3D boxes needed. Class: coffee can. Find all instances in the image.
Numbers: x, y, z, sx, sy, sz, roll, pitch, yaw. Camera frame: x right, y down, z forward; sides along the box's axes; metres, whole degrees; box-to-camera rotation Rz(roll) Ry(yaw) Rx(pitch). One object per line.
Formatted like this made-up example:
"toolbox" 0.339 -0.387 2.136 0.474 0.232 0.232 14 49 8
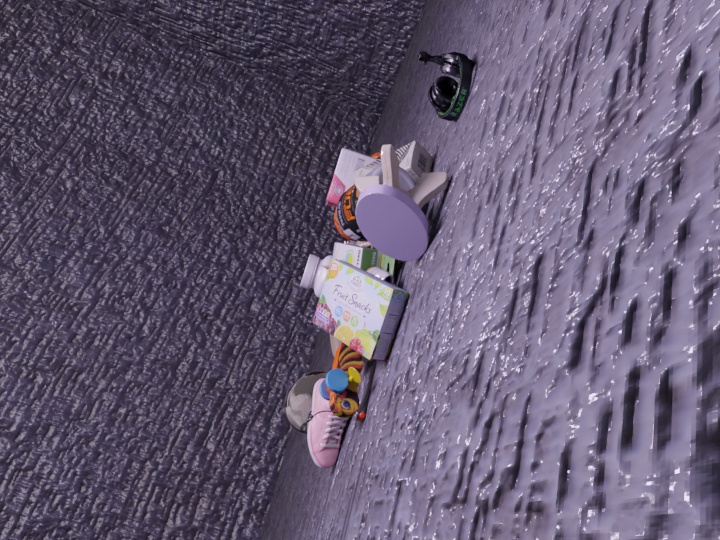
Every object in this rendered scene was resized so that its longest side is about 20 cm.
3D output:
"coffee can" -0.113 0.334 1.614 0.200 0.144 0.149 128 159 -73

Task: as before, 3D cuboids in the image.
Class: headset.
"headset" 0.172 -0.396 1.327 0.202 0.092 0.125 -95 22 -48

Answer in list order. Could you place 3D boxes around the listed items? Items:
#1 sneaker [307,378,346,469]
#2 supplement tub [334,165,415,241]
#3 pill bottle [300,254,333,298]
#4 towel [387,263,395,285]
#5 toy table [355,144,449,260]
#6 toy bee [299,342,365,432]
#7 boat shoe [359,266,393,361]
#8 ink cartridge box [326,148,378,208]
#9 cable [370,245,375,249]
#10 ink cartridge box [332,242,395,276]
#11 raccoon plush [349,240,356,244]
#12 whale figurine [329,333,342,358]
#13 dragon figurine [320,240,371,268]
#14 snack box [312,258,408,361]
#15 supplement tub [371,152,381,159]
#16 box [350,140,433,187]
"sneaker" -0.064 0.342 1.455 0.104 0.074 0.204 -21 64 52
"supplement tub" 0.026 -0.136 1.374 0.199 0.121 0.124 -28 42 60
"pill bottle" -0.048 0.030 1.640 0.112 0.197 0.114 -162 90 -84
"towel" 0.039 0.075 1.514 0.147 0.029 0.203 -83 11 -65
"toy table" 0.066 -0.123 1.181 0.201 0.180 0.119 75 -155 -58
"toy bee" -0.034 0.252 1.301 0.202 0.108 0.131 -63 4 -14
"boat shoe" 0.030 0.097 1.331 0.069 0.070 0.204 21 107 56
"ink cartridge box" 0.025 -0.214 1.685 0.085 0.197 0.148 109 179 -85
"cable" 0.012 0.030 1.531 0.097 0.050 0.203 -106 35 -72
"ink cartridge box" 0.000 0.000 1.447 0.199 0.058 0.106 16 99 61
"raccoon plush" 0.061 -0.095 1.754 0.198 0.097 0.135 -2 51 52
"whale figurine" -0.021 0.119 1.455 0.201 0.102 0.162 -105 10 -62
"dragon figurine" 0.002 -0.048 1.597 0.199 0.059 0.099 -41 -20 2
"snack box" -0.005 0.075 1.286 0.199 0.052 0.145 25 98 47
"supplement tub" 0.051 -0.236 1.901 0.123 0.121 0.203 121 166 -67
"box" 0.067 -0.211 1.461 0.198 0.068 0.083 -20 47 42
